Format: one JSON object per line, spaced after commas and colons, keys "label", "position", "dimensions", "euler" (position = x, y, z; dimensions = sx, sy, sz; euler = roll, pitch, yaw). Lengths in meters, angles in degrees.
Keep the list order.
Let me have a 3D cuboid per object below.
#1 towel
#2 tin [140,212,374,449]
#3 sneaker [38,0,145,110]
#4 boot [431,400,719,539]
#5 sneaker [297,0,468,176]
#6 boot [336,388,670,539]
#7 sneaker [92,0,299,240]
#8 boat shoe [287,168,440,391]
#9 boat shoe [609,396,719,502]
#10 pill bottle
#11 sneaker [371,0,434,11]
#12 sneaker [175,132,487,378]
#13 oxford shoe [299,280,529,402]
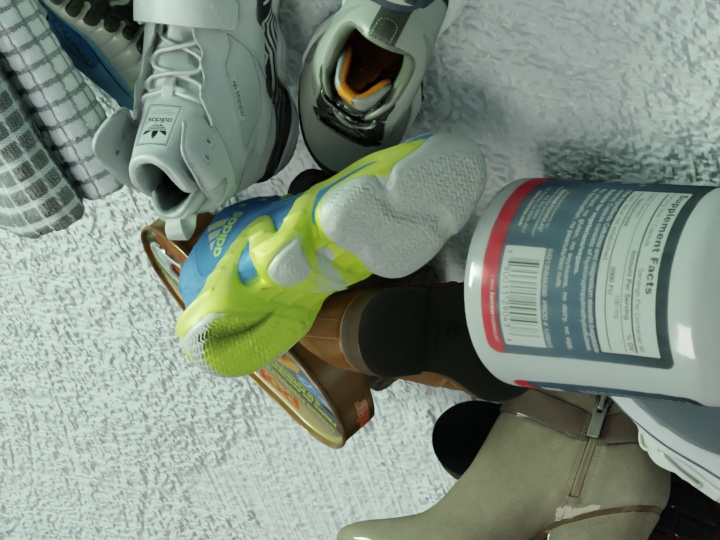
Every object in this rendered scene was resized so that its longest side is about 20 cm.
{"label": "towel", "position": [-0.222, -0.107, 1.361], "dimensions": [0.166, 0.086, 0.200], "euler": [57, 167, -16]}
{"label": "tin", "position": [-0.066, 0.034, 1.498], "dimensions": [0.200, 0.042, 0.112], "euler": [42, 157, 25]}
{"label": "sneaker", "position": [-0.165, -0.155, 1.345], "dimensions": [0.090, 0.078, 0.200], "euler": [-1, 137, 44]}
{"label": "boot", "position": [0.148, 0.143, 1.533], "dimensions": [0.200, 0.075, 0.097], "euler": [20, 165, 15]}
{"label": "sneaker", "position": [-0.001, -0.106, 1.277], "dimensions": [0.074, 0.079, 0.200], "euler": [27, 149, 1]}
{"label": "boot", "position": [0.095, 0.131, 1.464], "dimensions": [0.199, 0.147, 0.070], "euler": [12, 169, 13]}
{"label": "sneaker", "position": [-0.095, -0.116, 1.278], "dimensions": [0.075, 0.115, 0.200], "euler": [6, 126, 28]}
{"label": "boat shoe", "position": [0.000, 0.000, 1.447], "dimensions": [0.073, 0.074, 0.200], "euler": [41, 159, 30]}
{"label": "boat shoe", "position": [0.199, 0.097, 1.402], "dimensions": [0.200, 0.074, 0.065], "euler": [40, 143, -14]}
{"label": "pill bottle", "position": [0.169, 0.012, 1.266], "dimensions": [0.200, 0.120, 0.120], "euler": [5, 140, 34]}
{"label": "sneaker", "position": [-0.037, -0.205, 1.185], "dimensions": [0.200, 0.078, 0.086], "euler": [44, 153, -4]}
{"label": "sneaker", "position": [-0.027, -0.029, 1.314], "dimensions": [0.076, 0.200, 0.105], "euler": [55, -179, -37]}
{"label": "oxford shoe", "position": [0.038, 0.037, 1.397], "dimensions": [0.071, 0.072, 0.200], "euler": [4, 174, 41]}
